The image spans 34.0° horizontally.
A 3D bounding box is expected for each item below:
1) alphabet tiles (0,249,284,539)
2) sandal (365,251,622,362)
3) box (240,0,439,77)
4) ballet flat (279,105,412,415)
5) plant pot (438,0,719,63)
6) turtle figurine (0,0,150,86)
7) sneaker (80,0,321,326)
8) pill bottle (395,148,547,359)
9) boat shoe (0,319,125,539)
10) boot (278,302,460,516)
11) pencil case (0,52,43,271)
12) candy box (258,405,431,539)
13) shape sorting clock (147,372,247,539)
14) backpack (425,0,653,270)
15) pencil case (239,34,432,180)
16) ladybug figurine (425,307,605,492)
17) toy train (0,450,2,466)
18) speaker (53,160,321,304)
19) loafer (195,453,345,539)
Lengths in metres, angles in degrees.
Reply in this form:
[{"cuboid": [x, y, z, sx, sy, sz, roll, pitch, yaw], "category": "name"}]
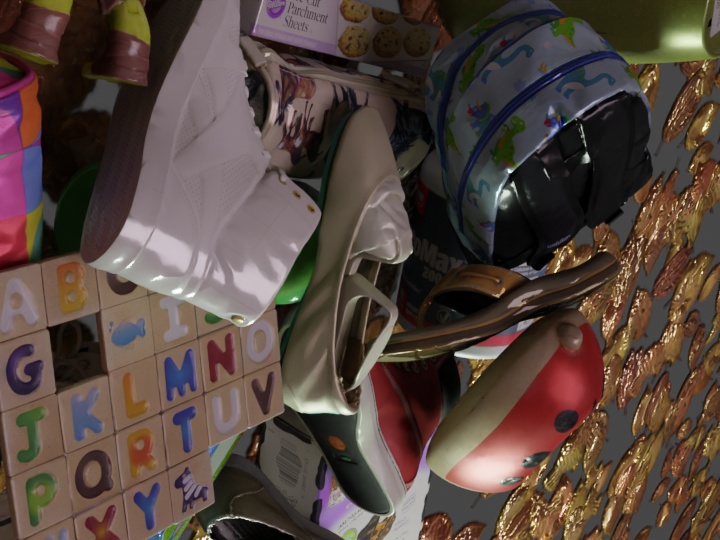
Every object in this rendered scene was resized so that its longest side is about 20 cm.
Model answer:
[{"cuboid": [-0.112, 0.062, 0.644, 0.199, 0.008, 0.169, -20, 111, -49], "category": "alphabet tiles"}, {"cuboid": [0.089, 0.018, 0.826, 0.199, 0.054, 0.080, -21, 171, -15], "category": "sandal"}, {"cuboid": [-0.017, -0.164, 0.789, 0.199, 0.039, 0.042, 1, 109, -55], "category": "box"}, {"cuboid": [0.000, 0.000, 0.747, 0.069, 0.069, 0.202, -4, 113, -54], "category": "ballet flat"}, {"cuboid": [0.191, -0.231, 0.892, 0.187, 0.199, 0.188, -34, 138, -38], "category": "plant pot"}, {"cuboid": [-0.118, -0.177, 0.588, 0.200, 0.064, 0.163, 7, 95, -59], "category": "turtle figurine"}, {"cuboid": [-0.074, -0.066, 0.646, 0.115, 0.073, 0.201, 29, 56, -30], "category": "sneaker"}, {"cuboid": [0.101, -0.041, 0.971, 0.119, 0.119, 0.202, -20, 127, -48], "category": "pill bottle"}, {"cuboid": [-0.156, 0.070, 0.681, 0.086, 0.074, 0.202, 60, 38, -15], "category": "boat shoe"}, {"cuboid": [0.015, 0.067, 0.886, 0.145, 0.072, 0.201, -53, 137, -34], "category": "boot"}, {"cuboid": [-0.202, -0.010, 0.593, 0.088, 0.088, 0.202, -23, 129, -46], "category": "pencil case"}, {"cuboid": [-0.012, 0.190, 1.013, 0.167, 0.071, 0.201, -22, 129, -47], "category": "candy box"}, {"cuboid": [-0.112, 0.120, 0.782, 0.201, 0.039, 0.200, -60, 176, -6], "category": "shape sorting clock"}, {"cuboid": [0.119, -0.089, 0.793, 0.162, 0.154, 0.200, -30, 175, 4], "category": "backpack"}, {"cuboid": [-0.031, -0.104, 0.772, 0.199, 0.078, 0.090, 0, 132, -55], "category": "pencil case"}, {"cuboid": [0.118, 0.103, 0.859, 0.135, 0.072, 0.200, -36, 164, -32], "category": "ladybug figurine"}, {"cuboid": [-0.176, 0.082, 0.737, 0.199, 0.034, 0.046, -17, 113, -50], "category": "toy train"}, {"cuboid": [-0.092, -0.022, 0.739, 0.199, 0.088, 0.089, 3, 110, -56], "category": "speaker"}, {"cuboid": [-0.058, 0.226, 0.895, 0.075, 0.070, 0.200, -39, 112, 16], "category": "loafer"}]
